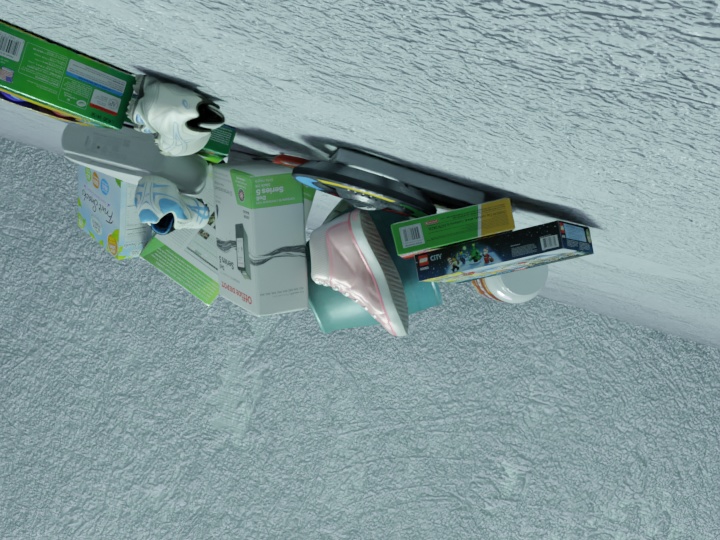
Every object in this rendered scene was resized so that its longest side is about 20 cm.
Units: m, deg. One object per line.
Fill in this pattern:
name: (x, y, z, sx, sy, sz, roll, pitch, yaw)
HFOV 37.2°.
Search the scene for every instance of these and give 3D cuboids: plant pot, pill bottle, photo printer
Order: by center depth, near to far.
photo printer: (-0.323, -0.163, 1.578, 0.166, 0.070, 0.200, 14, 178, 13)
plant pot: (0.000, 0.000, 1.626, 0.187, 0.201, 0.200, -25, 180, -2)
pill bottle: (0.262, 0.001, 1.869, 0.112, 0.113, 0.200, 17, 178, -5)

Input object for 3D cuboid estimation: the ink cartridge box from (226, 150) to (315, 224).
ink cartridge box: (-0.174, -0.087, 1.823, 0.145, 0.201, 0.084, 16, 178, 28)

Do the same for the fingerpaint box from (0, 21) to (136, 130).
fingerpaint box: (-0.401, -0.236, 1.294, 0.199, 0.074, 0.167, 18, 178, -39)

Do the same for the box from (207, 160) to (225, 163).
box: (-0.294, -0.158, 1.889, 0.141, 0.079, 0.200, 49, -166, 26)

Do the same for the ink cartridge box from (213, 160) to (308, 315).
ink cartridge box: (-0.145, -0.049, 1.541, 0.084, 0.201, 0.145, -9, -165, -28)

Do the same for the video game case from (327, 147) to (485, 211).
video game case: (0.055, -0.121, 1.454, 0.199, 0.022, 0.182, 16, 178, -6)

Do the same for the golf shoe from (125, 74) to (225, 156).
golf shoe: (-0.208, -0.179, 1.315, 0.097, 0.079, 0.200, 10, 178, 11)

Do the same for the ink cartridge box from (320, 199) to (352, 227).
ink cartridge box: (-0.012, -0.029, 1.824, 0.145, 0.085, 0.200, 37, -159, -4)

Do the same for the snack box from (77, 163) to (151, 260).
snack box: (-0.410, -0.142, 1.785, 0.067, 0.201, 0.168, -11, -152, -35)

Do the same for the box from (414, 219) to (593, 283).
box: (0.188, -0.021, 1.396, 0.199, 0.038, 0.136, -13, 173, 27)

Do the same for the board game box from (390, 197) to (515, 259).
board game box: (0.123, -0.053, 1.417, 0.152, 0.041, 0.200, -13, 178, 5)

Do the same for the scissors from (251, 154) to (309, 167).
scissors: (-0.134, -0.178, 1.702, 0.200, 0.014, 0.073, 17, -178, 44)

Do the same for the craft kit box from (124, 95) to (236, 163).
craft kit box: (-0.292, -0.213, 1.585, 0.199, 0.049, 0.197, 17, -179, -12)

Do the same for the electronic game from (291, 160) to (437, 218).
electronic game: (0.005, -0.103, 1.415, 0.199, 0.042, 0.200, 16, 178, 0)

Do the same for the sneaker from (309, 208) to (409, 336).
sneaker: (-0.006, 0.013, 1.502, 0.104, 0.201, 0.075, -17, -155, 18)

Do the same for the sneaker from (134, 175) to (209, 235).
sneaker: (-0.269, -0.081, 1.512, 0.072, 0.073, 0.200, 10, 174, 12)

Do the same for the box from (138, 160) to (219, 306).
box: (-0.246, -0.060, 1.743, 0.144, 0.200, 0.036, 37, -166, -12)
